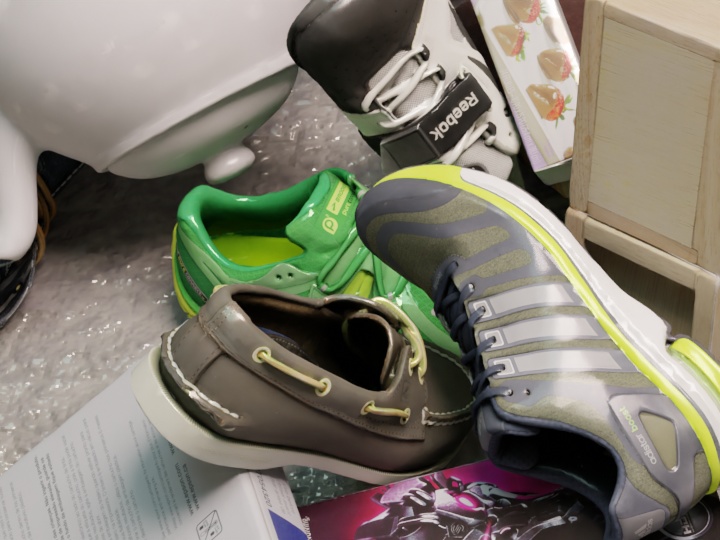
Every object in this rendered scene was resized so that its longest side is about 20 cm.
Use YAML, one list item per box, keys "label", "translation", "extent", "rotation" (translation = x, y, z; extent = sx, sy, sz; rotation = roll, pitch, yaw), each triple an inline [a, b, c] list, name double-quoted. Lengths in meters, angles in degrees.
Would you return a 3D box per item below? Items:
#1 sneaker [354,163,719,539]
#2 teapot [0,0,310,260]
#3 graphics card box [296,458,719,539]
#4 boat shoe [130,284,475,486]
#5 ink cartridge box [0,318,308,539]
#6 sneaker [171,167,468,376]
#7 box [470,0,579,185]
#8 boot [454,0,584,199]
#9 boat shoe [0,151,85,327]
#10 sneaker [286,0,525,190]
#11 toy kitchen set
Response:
- label: "sneaker"
  translation: [0.066, 0.032, 0.861]
  extent: [0.081, 0.074, 0.200]
  rotation: [-38, 62, -26]
- label: "teapot"
  translation: [-0.090, -0.113, 1.024]
  extent: [0.200, 0.147, 0.197]
  rotation: [-27, 4, 42]
- label: "graphics card box"
  translation: [0.057, 0.138, 0.866]
  extent: [0.199, 0.051, 0.126]
  rotation: [-13, 44, -1]
- label: "boat shoe"
  translation: [-0.006, 0.044, 0.888]
  extent: [0.060, 0.201, 0.072]
  rotation: [-50, 58, 23]
- label: "ink cartridge box"
  translation: [-0.108, 0.149, 0.879]
  extent: [0.200, 0.043, 0.197]
  rotation: [-40, 43, 16]
- label: "sneaker"
  translation: [0.000, 0.000, 0.993]
  extent: [0.199, 0.084, 0.074]
  rotation: [5, 47, 17]
- label: "box"
  translation: [0.070, -0.140, 1.019]
  extent: [0.038, 0.041, 0.201]
  rotation: [-21, 79, 8]
- label: "boot"
  translation: [0.157, -0.120, 1.082]
  extent: [0.199, 0.073, 0.167]
  rotation: [-24, 47, -6]
- label: "boat shoe"
  translation: [-0.181, -0.029, 1.082]
  extent: [0.200, 0.071, 0.091]
  rotation: [-40, 54, -18]
- label: "sneaker"
  translation: [0.035, -0.076, 0.989]
  extent: [0.074, 0.200, 0.089]
  rotation: [-39, 64, 8]
- label: "toy kitchen set"
  translation: [0.210, -0.042, 0.894]
  extent: [0.163, 0.181, 0.200]
  rotation: [26, 42, 33]
